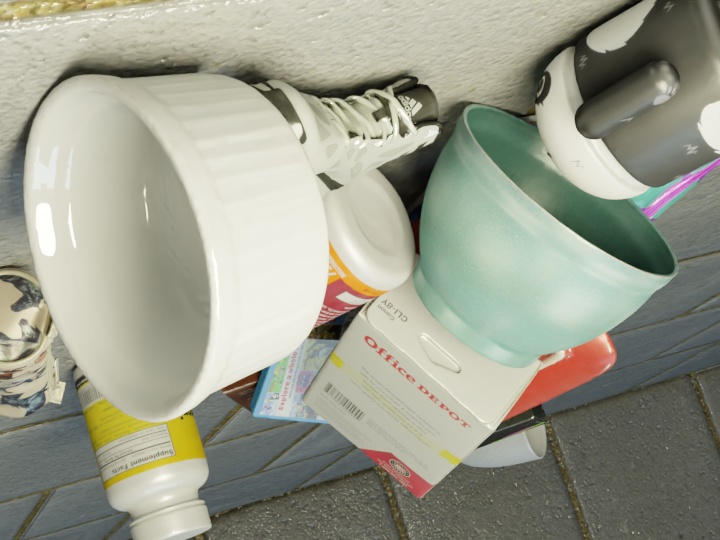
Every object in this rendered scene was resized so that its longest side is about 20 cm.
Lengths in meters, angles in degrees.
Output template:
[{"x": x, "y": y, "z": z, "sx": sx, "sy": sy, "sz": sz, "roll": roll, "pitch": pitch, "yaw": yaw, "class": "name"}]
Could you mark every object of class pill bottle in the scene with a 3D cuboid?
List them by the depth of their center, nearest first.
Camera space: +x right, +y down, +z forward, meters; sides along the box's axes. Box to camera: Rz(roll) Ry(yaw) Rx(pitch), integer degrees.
[{"x": -0.063, "y": -0.003, "z": 1.084, "sx": 0.199, "sy": 0.114, "sz": 0.113, "roll": -28, "pitch": 164, "yaw": 30, "class": "pill bottle"}, {"x": -0.222, "y": 0.184, "z": 1.404, "sx": 0.110, "sy": 0.201, "sz": 0.111, "roll": -17, "pitch": 167, "yaw": -4, "class": "pill bottle"}]

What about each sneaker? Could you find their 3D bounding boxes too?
[{"x": -0.008, "y": -0.105, "z": 0.890, "sx": 0.115, "sy": 0.076, "sz": 0.200, "roll": -28, "pitch": 174, "yaw": 2, "class": "sneaker"}]

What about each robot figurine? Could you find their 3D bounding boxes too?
[{"x": 0.218, "y": -0.133, "z": 0.948, "sx": 0.199, "sy": 0.126, "sz": 0.150, "roll": -28, "pitch": 140, "yaw": 33, "class": "robot figurine"}]

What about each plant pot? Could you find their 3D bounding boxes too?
[{"x": 0.123, "y": -0.012, "z": 1.032, "sx": 0.200, "sy": 0.200, "sz": 0.135, "roll": 2, "pitch": 130, "yaw": -56, "class": "plant pot"}]

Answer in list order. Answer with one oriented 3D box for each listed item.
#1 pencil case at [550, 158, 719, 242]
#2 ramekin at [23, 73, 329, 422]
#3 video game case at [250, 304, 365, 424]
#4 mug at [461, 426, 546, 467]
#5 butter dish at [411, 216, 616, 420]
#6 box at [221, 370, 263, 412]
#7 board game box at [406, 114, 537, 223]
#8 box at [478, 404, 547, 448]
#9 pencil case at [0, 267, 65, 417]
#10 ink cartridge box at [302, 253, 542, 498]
[{"x": 0.253, "y": -0.092, "z": 1.123, "sx": 0.200, "sy": 0.093, "sz": 0.085, "roll": -40, "pitch": 146, "yaw": 16, "class": "pencil case"}, {"x": -0.108, "y": -0.021, "z": 0.796, "sx": 0.097, "sy": 0.202, "sz": 0.200, "roll": -17, "pitch": 168, "yaw": -39, "class": "ramekin"}, {"x": 0.006, "y": 0.090, "z": 1.300, "sx": 0.198, "sy": 0.018, "sz": 0.144, "roll": 8, "pitch": 121, "yaw": -24, "class": "video game case"}, {"x": 0.277, "y": 0.316, "z": 2.755, "sx": 0.174, "sy": 0.149, "sz": 0.200, "roll": -16, "pitch": -161, "yaw": 23, "class": "mug"}, {"x": 0.131, "y": 0.014, "z": 1.231, "sx": 0.199, "sy": 0.201, "sz": 0.148, "roll": -32, "pitch": -173, "yaw": 41, "class": "butter dish"}, {"x": -0.105, "y": 0.085, "z": 1.395, "sx": 0.074, "sy": 0.101, "sz": 0.200, "roll": -19, "pitch": 167, "yaw": 0, "class": "box"}, {"x": 0.163, "y": -0.094, "z": 1.220, "sx": 0.199, "sy": 0.026, "sz": 0.200, "roll": -12, "pitch": 164, "yaw": -25, "class": "board game box"}, {"x": 0.106, "y": 0.101, "z": 1.527, "sx": 0.148, "sy": 0.201, "sz": 0.124, "roll": -22, "pitch": 166, "yaw": 11, "class": "box"}, {"x": -0.286, "y": 0.063, "z": 1.107, "sx": 0.089, "sy": 0.078, "sz": 0.200, "roll": 6, "pitch": 160, "yaw": -11, "class": "pencil case"}, {"x": 0.048, "y": 0.095, "z": 1.159, "sx": 0.083, "sy": 0.145, "sz": 0.200, "roll": -48, "pitch": 176, "yaw": -29, "class": "ink cartridge box"}]
